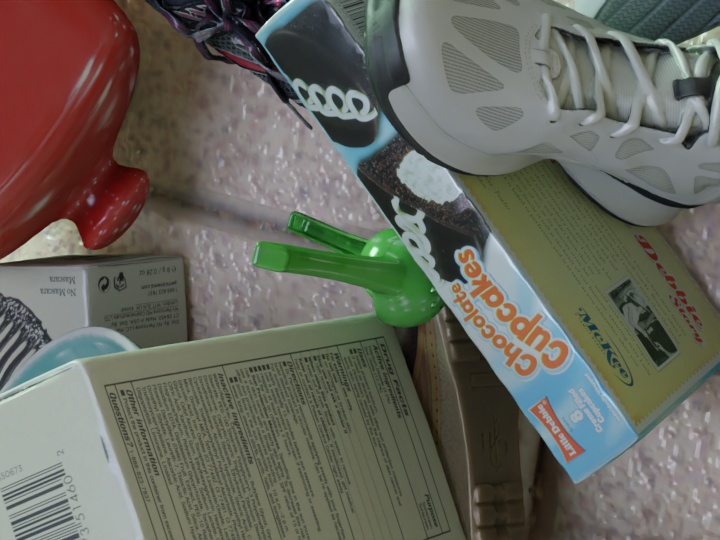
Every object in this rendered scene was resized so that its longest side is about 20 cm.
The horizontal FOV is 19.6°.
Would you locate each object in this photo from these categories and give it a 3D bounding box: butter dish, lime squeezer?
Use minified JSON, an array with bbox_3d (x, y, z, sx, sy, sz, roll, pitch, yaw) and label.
[{"bbox_3d":[-0.163,-0.067,0.955,0.147,0.200,0.200,36,84,-6],"label":"butter dish"},{"bbox_3d":[0.000,0.000,0.801,0.070,0.200,0.038,0,95,1],"label":"lime squeezer"}]

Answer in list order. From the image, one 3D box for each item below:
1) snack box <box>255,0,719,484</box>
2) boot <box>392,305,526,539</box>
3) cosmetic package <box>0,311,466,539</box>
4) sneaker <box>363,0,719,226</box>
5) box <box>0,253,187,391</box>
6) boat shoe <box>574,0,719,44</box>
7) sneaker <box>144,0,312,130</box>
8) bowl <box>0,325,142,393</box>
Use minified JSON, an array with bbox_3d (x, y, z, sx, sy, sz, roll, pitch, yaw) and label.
[{"bbox_3d":[0.056,-0.028,0.787,0.037,0.116,0.201,-39,84,32],"label":"snack box"},{"bbox_3d":[0.005,0.043,0.893,0.166,0.072,0.202,-9,75,51],"label":"boot"},{"bbox_3d":[-0.049,0.080,0.751,0.073,0.199,0.104,-24,80,28],"label":"cosmetic package"},{"bbox_3d":[0.098,-0.071,0.723,0.115,0.200,0.076,-12,71,41],"label":"sneaker"},{"bbox_3d":[-0.129,0.094,1.006,0.082,0.068,0.202,-1,94,39],"label":"box"},{"bbox_3d":[0.153,-0.161,0.762,0.200,0.073,0.067,-39,51,28],"label":"boat shoe"},{"bbox_3d":[-0.036,-0.109,0.905,0.199,0.074,0.081,31,112,31],"label":"sneaker"},{"bbox_3d":[-0.098,0.136,0.882,0.200,0.104,0.202,-33,45,41],"label":"bowl"}]
